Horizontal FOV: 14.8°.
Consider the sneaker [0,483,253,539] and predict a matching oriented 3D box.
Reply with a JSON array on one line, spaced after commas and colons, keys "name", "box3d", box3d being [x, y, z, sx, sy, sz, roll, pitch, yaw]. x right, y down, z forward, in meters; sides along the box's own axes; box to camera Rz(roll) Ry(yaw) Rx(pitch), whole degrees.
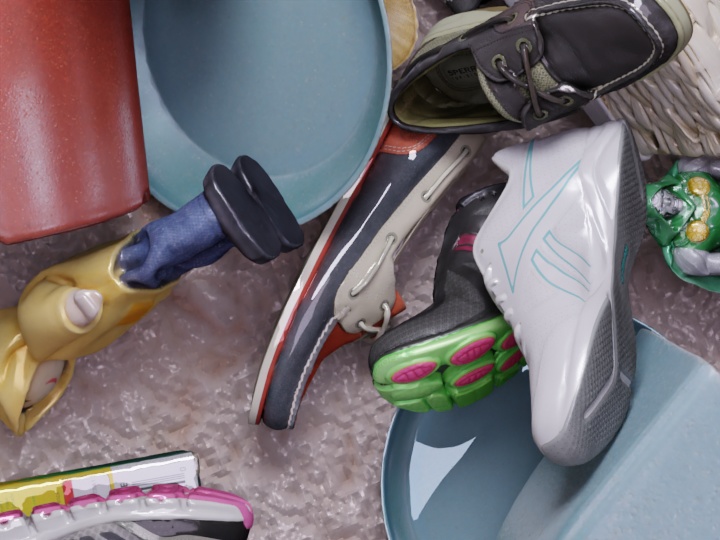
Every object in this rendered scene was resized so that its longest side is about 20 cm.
[{"name": "sneaker", "box3d": [-0.148, 0.162, 1.413, 0.198, 0.074, 0.088, -11, 89, -4]}]

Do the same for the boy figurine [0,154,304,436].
[{"name": "boy figurine", "box3d": [-0.130, 0.016, 1.441, 0.199, 0.124, 0.065, -35, 88, 18]}]

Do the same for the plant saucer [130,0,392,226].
[{"name": "plant saucer", "box3d": [-0.061, -0.120, 1.460, 0.199, 0.036, 0.202, 10, 109, 30]}]

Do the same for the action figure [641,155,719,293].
[{"name": "action figure", "box3d": [0.227, -0.022, 1.510, 0.199, 0.055, 0.119, 8, 75, -29]}]

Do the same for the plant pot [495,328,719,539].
[{"name": "plant pot", "box3d": [0.161, 0.176, 1.431, 0.196, 0.196, 0.200, 44, 89, -5]}]

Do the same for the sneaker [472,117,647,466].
[{"name": "sneaker", "box3d": [0.098, 0.013, 1.404, 0.080, 0.071, 0.201, -4, 52, 17]}]

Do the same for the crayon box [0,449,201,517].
[{"name": "crayon box", "box3d": [-0.176, 0.173, 1.469, 0.198, 0.051, 0.128, -9, 89, -10]}]

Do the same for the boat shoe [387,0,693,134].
[{"name": "boat shoe", "box3d": [0.087, -0.102, 1.415, 0.072, 0.200, 0.066, 52, 59, -19]}]

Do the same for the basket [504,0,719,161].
[{"name": "basket", "box3d": [0.162, -0.168, 1.453, 0.136, 0.123, 0.200, -49, 119, -19]}]

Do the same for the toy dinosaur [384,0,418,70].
[{"name": "toy dinosaur", "box3d": [-0.004, -0.156, 1.478, 0.101, 0.058, 0.200, 45, 124, 8]}]

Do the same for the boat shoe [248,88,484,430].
[{"name": "boat shoe", "box3d": [0.000, 0.000, 1.495, 0.062, 0.071, 0.201, 26, 78, -3]}]

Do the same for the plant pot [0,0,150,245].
[{"name": "plant pot", "box3d": [-0.196, -0.115, 1.415, 0.199, 0.201, 0.197, -12, 98, -9]}]

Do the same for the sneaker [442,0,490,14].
[{"name": "sneaker", "box3d": [0.046, -0.187, 1.505, 0.199, 0.066, 0.091, 14, 77, -10]}]

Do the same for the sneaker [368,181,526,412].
[{"name": "sneaker", "box3d": [0.070, 0.004, 1.486, 0.084, 0.077, 0.200, 40, 56, 19]}]

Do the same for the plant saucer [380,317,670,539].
[{"name": "plant saucer", "box3d": [0.107, 0.117, 1.528, 0.198, 0.027, 0.202, 0, 88, -10]}]
